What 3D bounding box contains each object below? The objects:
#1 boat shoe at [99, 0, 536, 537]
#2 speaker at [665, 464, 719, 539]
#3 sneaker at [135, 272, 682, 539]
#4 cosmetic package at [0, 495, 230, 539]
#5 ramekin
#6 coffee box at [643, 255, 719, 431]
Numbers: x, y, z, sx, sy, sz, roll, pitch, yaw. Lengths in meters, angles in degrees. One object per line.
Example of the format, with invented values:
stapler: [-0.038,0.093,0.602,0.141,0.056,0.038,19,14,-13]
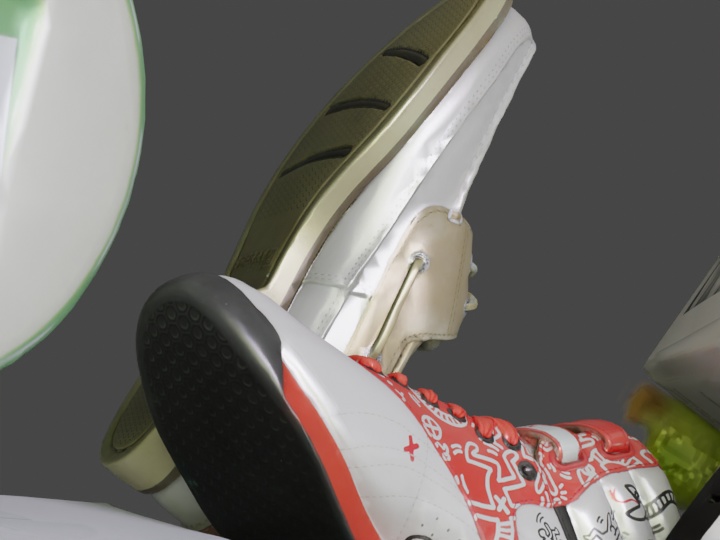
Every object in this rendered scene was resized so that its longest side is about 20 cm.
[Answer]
boat shoe: [0.000,0.000,0.883,0.068,0.075,0.200,39,79,-16]
speaker: [0.179,0.122,0.794,0.200,0.081,0.081,37,80,2]
sneaker: [0.024,0.063,0.832,0.202,0.067,0.108,52,51,-7]
cosmetic package: [-0.116,0.127,0.745,0.199,0.200,0.124,7,88,-31]
ramekin: [-0.159,-0.052,0.807,0.199,0.097,0.201,-3,94,-38]
coffee box: [0.240,0.002,0.839,0.199,0.200,0.198,36,79,-1]
